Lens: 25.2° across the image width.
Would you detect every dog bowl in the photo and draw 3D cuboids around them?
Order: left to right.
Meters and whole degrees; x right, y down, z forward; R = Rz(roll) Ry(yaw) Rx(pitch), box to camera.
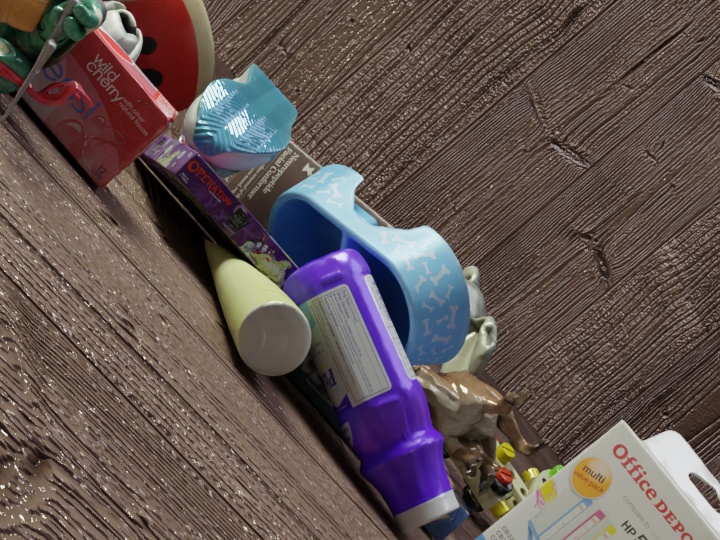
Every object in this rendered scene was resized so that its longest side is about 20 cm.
[{"bbox_3d":[0.000,0.000,1.237,0.200,0.049,0.112,38,-48,36],"label":"dog bowl"}]

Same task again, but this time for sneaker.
[{"bbox_3d":[-0.203,-0.169,1.245,0.075,0.081,0.200,47,3,-15],"label":"sneaker"},{"bbox_3d":[-0.105,-0.106,1.279,0.077,0.081,0.200,48,14,-4],"label":"sneaker"}]

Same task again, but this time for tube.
[{"bbox_3d":[-0.076,0.023,1.149,0.200,0.051,0.059,-136,-132,-74],"label":"tube"}]

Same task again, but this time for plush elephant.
[{"bbox_3d":[0.048,0.046,1.503,0.200,0.155,0.165,48,5,-25],"label":"plush elephant"}]

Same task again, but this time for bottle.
[{"bbox_3d":[0.009,0.087,1.157,0.084,0.065,0.202,118,-51,-79],"label":"bottle"}]

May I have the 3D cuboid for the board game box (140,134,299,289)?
[{"bbox_3d":[-0.118,-0.052,1.259,0.120,0.032,0.200,45,-4,-20],"label":"board game box"}]

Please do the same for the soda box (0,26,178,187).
[{"bbox_3d":[-0.211,-0.154,1.071,0.200,0.070,0.063,49,4,-11],"label":"soda box"}]

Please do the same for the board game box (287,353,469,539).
[{"bbox_3d":[0.003,0.112,1.287,0.200,0.035,0.136,49,4,-16],"label":"board game box"}]

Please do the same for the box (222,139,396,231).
[{"bbox_3d":[-0.048,-0.037,1.404,0.200,0.100,0.075,40,0,23],"label":"box"}]

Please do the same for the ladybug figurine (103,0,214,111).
[{"bbox_3d":[-0.197,-0.210,1.417,0.135,0.072,0.201,16,-40,29],"label":"ladybug figurine"}]

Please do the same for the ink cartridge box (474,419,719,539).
[{"bbox_3d":[0.186,0.216,1.196,0.129,0.200,0.125,52,4,28],"label":"ink cartridge box"}]

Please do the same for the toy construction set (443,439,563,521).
[{"bbox_3d":[0.132,0.189,1.604,0.200,0.092,0.131,44,26,21],"label":"toy construction set"}]

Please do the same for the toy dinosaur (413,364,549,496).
[{"bbox_3d":[0.085,0.111,1.398,0.136,0.086,0.200,45,-5,32],"label":"toy dinosaur"}]

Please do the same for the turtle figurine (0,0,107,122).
[{"bbox_3d":[-0.199,-0.182,0.984,0.149,0.201,0.101,21,-13,17],"label":"turtle figurine"}]
